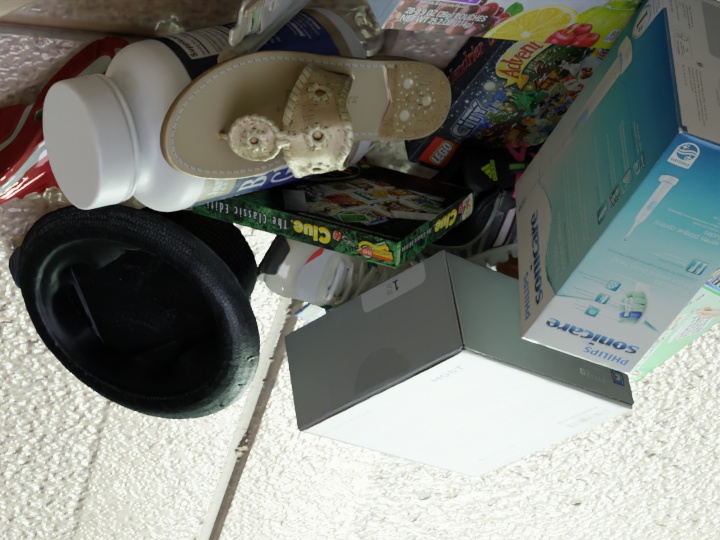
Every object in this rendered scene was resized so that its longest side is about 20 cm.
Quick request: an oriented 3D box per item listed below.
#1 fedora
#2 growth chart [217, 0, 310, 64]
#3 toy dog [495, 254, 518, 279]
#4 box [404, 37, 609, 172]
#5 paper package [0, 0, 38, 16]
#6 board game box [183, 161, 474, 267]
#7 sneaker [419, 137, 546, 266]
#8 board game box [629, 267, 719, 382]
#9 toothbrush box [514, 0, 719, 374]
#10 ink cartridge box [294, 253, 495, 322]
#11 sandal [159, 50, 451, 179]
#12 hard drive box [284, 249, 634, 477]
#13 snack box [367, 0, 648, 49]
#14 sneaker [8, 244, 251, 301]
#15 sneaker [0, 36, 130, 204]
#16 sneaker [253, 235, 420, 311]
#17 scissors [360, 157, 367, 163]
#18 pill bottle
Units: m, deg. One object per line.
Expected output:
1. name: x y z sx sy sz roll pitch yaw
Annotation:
1. fedora: -0.142 0.012 1.412 0.200 0.092 0.201 18 131 22
2. growth chart: -0.028 -0.218 1.206 0.018 0.145 0.201 35 135 13
3. toy dog: 0.153 -0.005 1.482 0.199 0.097 0.132 -20 152 21
4. box: 0.138 -0.134 1.404 0.136 0.038 0.200 15 134 -27
5. paper package: -0.183 -0.262 1.137 0.199 0.104 0.191 -19 140 12
6. board game box: -0.034 -0.051 1.341 0.199 0.105 0.024 16 122 29
7. sneaker: 0.112 -0.060 1.398 0.199 0.074 0.087 -23 145 23
8. board game box: 0.247 0.008 1.603 0.134 0.029 0.200 24 130 -35
9. toothbrush box: 0.179 -0.057 1.255 0.085 0.147 0.200 19 132 -17
10. ink cartridge box: 0.058 0.015 1.560 0.200 0.042 0.119 -34 139 28
11. sandal: -0.017 -0.096 1.231 0.211 0.069 0.078 -11 109 -35
12. hard drive box: 0.072 0.072 1.414 0.155 0.077 0.199 -28 149 33
13. snack box: 0.116 -0.216 1.183 0.199 0.068 0.169 -1 143 -41
14. sneaker: -0.168 0.030 1.502 0.199 0.082 0.070 14 134 -24
15. sneaker: -0.201 -0.069 1.384 0.199 0.079 0.115 -29 135 24
16. sneaker: 0.000 0.000 1.415 0.071 0.093 0.200 -59 163 10
17. scissors: -0.010 -0.032 1.515 0.073 0.014 0.200 -21 140 7
18. pill bottle: -0.099 -0.100 1.289 0.199 0.111 0.111 -16 146 -30
